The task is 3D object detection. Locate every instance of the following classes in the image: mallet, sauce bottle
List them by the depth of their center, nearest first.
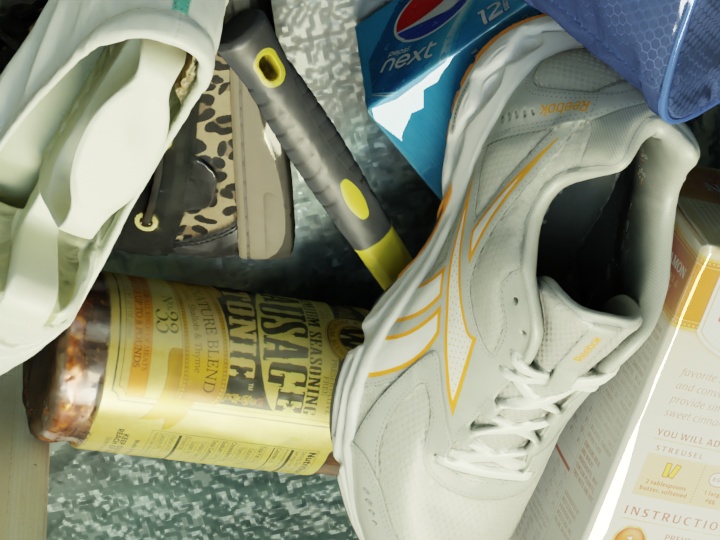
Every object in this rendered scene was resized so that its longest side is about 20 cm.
[{"bbox_3d":[0.000,0.000,0.915,0.066,0.041,0.200,-46,125,-6],"label":"mallet"},{"bbox_3d":[-0.020,0.041,0.991,0.199,0.066,0.066,6,122,-20],"label":"sauce bottle"}]

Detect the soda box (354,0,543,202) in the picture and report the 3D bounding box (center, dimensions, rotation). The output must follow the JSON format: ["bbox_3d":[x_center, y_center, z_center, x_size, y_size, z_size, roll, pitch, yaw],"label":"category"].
[{"bbox_3d":[0.082,-0.020,0.962,0.068,0.064,0.200,-33,118,15],"label":"soda box"}]

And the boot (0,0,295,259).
[{"bbox_3d":[-0.105,-0.081,0.908,0.150,0.073,0.201,-9,128,1],"label":"boot"}]

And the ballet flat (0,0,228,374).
[{"bbox_3d":[-0.099,-0.022,0.867,0.069,0.070,0.200,22,125,-17],"label":"ballet flat"}]

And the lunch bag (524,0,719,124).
[{"bbox_3d":[0.099,-0.164,0.807,0.136,0.132,0.200,-28,147,-41],"label":"lunch bag"}]

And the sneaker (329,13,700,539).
[{"bbox_3d":[0.049,0.023,0.872,0.075,0.092,0.201,7,111,-24],"label":"sneaker"}]

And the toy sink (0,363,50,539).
[{"bbox_3d":[-0.169,0.135,0.959,0.112,0.200,0.131,3,123,-7],"label":"toy sink"}]

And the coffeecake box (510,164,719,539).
[{"bbox_3d":[0.137,0.076,0.939,0.153,0.073,0.201,11,114,-20],"label":"coffeecake box"}]
